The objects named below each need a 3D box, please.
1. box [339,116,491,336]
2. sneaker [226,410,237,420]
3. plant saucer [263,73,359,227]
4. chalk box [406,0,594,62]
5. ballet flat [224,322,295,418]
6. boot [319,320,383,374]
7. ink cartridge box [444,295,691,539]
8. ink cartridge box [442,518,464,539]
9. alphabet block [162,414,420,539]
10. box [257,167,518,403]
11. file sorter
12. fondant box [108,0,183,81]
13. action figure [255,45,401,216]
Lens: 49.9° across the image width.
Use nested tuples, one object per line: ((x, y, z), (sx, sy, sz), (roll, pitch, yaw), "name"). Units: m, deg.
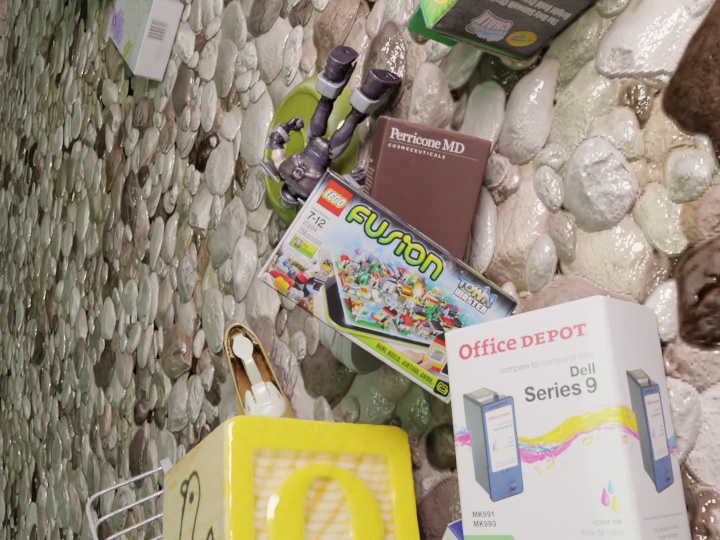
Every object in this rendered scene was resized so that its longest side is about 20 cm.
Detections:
((0.046, -0.033, 0.716), (0.075, 0.099, 0.203), (-119, 40, -79), "box")
((-0.154, 0.289, 0.984), (0.088, 0.073, 0.203), (19, 102, 54), "sneaker")
((-0.071, -0.147, 0.960), (0.199, 0.031, 0.203), (-8, 81, 53), "plant saucer")
((0.117, -0.267, 0.641), (0.200, 0.123, 0.125), (-35, 59, 44), "chalk box")
((-0.133, 0.146, 0.969), (0.063, 0.068, 0.201), (83, 160, -46), "ballet flat")
((0.000, 0.000, 0.812), (0.095, 0.073, 0.202), (23, 101, 55), "boot")
((0.148, 0.132, 0.567), (0.144, 0.087, 0.203), (-17, 68, 42), "ink cartridge box")
((0.124, 0.309, 0.633), (0.196, 0.043, 0.202), (39, 118, 49), "ink cartridge box")
((-0.072, 0.265, 0.744), (0.200, 0.194, 0.198), (-43, 47, 49), "alphabet block")
((0.023, 0.014, 0.667), (0.111, 0.199, 0.035), (-56, 7, 8), "box")
((-0.280, 0.388, 1.041), (0.139, 0.123, 0.202), (48, 148, 45), "file sorter")
((-0.396, -0.456, 1.413), (0.200, 0.058, 0.145), (52, 126, 44), "fondant box")
((-0.038, -0.141, 0.855), (0.129, 0.069, 0.201), (35, 118, 2), "action figure")
